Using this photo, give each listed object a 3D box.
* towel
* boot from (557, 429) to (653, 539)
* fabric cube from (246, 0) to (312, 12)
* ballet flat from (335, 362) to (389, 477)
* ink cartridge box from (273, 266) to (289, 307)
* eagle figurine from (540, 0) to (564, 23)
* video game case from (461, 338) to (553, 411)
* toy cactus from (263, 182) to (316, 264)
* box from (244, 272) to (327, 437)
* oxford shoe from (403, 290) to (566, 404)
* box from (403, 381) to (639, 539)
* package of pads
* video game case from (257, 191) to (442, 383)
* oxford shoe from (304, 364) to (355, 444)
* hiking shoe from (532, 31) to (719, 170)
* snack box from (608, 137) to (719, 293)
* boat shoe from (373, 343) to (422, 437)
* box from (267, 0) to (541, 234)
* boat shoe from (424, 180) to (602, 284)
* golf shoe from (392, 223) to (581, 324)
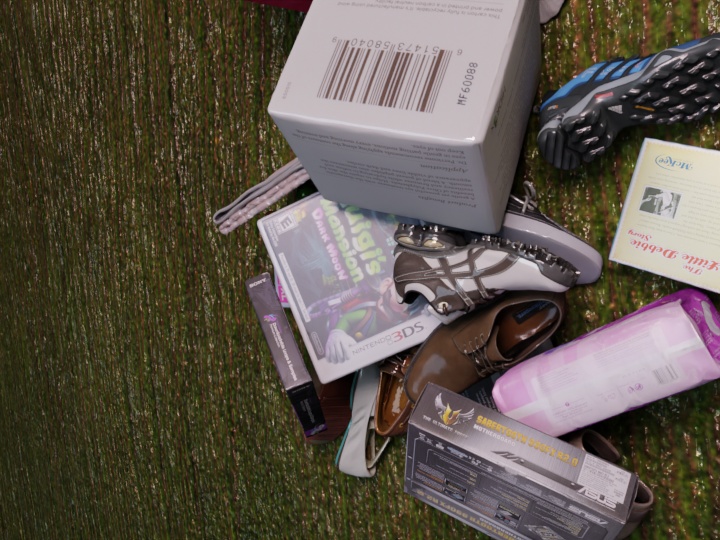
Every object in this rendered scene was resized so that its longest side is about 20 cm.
[{"bbox_3d":[-0.071,-0.129,0.835,0.199,0.191,0.032,-25,104,41],"label":"towel"},{"bbox_3d":[0.195,0.205,0.702,0.199,0.070,0.147,35,138,6],"label":"boot"},{"bbox_3d":[-0.047,-0.426,0.750,0.198,0.198,0.199,-17,85,42],"label":"fabric cube"},{"bbox_3d":[0.016,0.193,0.898,0.069,0.069,0.203,30,120,34],"label":"ballet flat"},{"bbox_3d":[-0.044,-0.008,0.927,0.198,0.042,0.122,-1,96,40],"label":"ink cartridge box"},{"bbox_3d":[0.152,-0.360,0.652,0.149,0.151,0.203,15,75,-1],"label":"eagle figurine"},{"bbox_3d":[0.141,0.102,0.789,0.181,0.023,0.203,-28,79,41],"label":"video game case"},{"bbox_3d":[-0.026,-0.045,0.831,0.199,0.102,0.166,-39,82,12],"label":"toy cactus"},{"bbox_3d":[-0.089,0.110,0.827,0.201,0.036,0.144,88,159,-61],"label":"box"},{"bbox_3d":[0.120,0.077,0.684,0.199,0.084,0.073,-41,92,16],"label":"oxford shoe"},{"bbox_3d":[0.139,0.203,0.638,0.198,0.049,0.160,22,144,20],"label":"box"},{"bbox_3d":[0.231,0.090,0.624,0.199,0.120,0.077,-32,79,33],"label":"package of pads"},{"bbox_3d":[0.000,0.000,0.761,0.180,0.023,0.203,-24,86,8],"label":"video game case"},{"bbox_3d":[-0.040,0.158,0.947,0.074,0.070,0.202,-118,41,-52],"label":"oxford shoe"},{"bbox_3d":[0.250,-0.171,0.607,0.198,0.074,0.088,-20,46,25],"label":"hiking shoe"},{"bbox_3d":[0.327,-0.036,0.578,0.198,0.037,0.118,23,104,38],"label":"snack box"},{"bbox_3d":[0.059,0.109,0.801,0.071,0.067,0.203,23,111,37],"label":"boat shoe"},{"bbox_3d":[0.056,-0.171,0.642,0.196,0.172,0.203,13,71,22],"label":"box"},{"bbox_3d":[0.162,-0.051,0.709,0.197,0.069,0.074,21,151,18],"label":"boat shoe"},{"bbox_3d":[0.116,0.011,0.661,0.198,0.077,0.096,12,93,41],"label":"golf shoe"}]
